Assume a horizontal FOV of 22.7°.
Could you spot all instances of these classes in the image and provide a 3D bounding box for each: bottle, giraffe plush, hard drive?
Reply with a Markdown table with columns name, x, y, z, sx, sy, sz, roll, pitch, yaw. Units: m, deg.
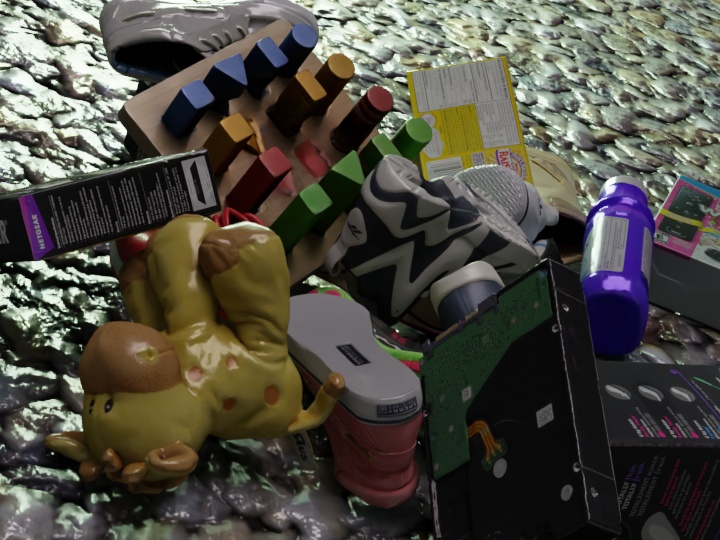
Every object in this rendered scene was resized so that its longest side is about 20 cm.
| name | x | y | z | sx | sy | sz | roll | pitch | yaw |
| --- | --- | --- | --- | --- | --- | --- | --- | --- | --- |
| bottle | 0.232 | -0.012 | 1.623 | 0.065 | 0.084 | 0.201 | 7 | 39 | 8 |
| giraffe plush | -0.129 | 0.077 | 1.216 | 0.162 | 0.172 | 0.201 | -26 | 83 | -42 |
| hard drive | 0.102 | 0.110 | 1.194 | 0.038 | 0.139 | 0.201 | 23 | 46 | -35 |

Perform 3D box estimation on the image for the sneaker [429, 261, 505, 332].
| name | x | y | z | sx | sy | sz | roll | pitch | yaw |
| --- | --- | --- | --- | --- | --- | --- | --- | --- | --- |
| sneaker | 0.117 | 0.068 | 1.407 | 0.200 | 0.075 | 0.085 | 33 | 30 | -56 |

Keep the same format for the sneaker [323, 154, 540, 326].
| name | x | y | z | sx | sy | sz | roll | pitch | yaw |
| --- | --- | --- | --- | --- | --- | --- | --- | --- | --- |
| sneaker | 0.049 | -0.007 | 1.453 | 0.199 | 0.130 | 0.080 | 16 | 31 | -51 |

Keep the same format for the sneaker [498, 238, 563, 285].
| name | x | y | z | sx | sy | sz | roll | pitch | yaw |
| --- | --- | --- | --- | --- | --- | --- | --- | --- | --- |
| sneaker | 0.143 | 0.021 | 1.569 | 0.072 | 0.072 | 0.200 | -17 | 7 | 19 |

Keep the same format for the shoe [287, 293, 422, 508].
| name | x | y | z | sx | sy | sz | roll | pitch | yaw |
| --- | --- | --- | --- | --- | --- | --- | --- | --- | --- |
| shoe | -0.011 | 0.092 | 1.301 | 0.071 | 0.092 | 0.200 | -9 | 25 | -20 |

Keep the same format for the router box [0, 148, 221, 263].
| name | x | y | z | sx | sy | sz | roll | pitch | yaw |
| --- | --- | --- | --- | --- | --- | --- | --- | --- | --- |
| router box | -0.212 | -0.045 | 1.336 | 0.148 | 0.051 | 0.200 | -16 | 6 | -28 |

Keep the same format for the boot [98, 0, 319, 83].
| name | x | y | z | sx | sy | sz | roll | pitch | yaw |
| --- | --- | --- | --- | --- | --- | --- | --- | --- | --- |
| boot | -0.130 | -0.195 | 1.580 | 0.198 | 0.074 | 0.096 | 0 | 35 | -11 |

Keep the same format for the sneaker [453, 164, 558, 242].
| name | x | y | z | sx | sy | sz | roll | pitch | yaw |
| --- | --- | --- | --- | --- | --- | --- | --- | --- | --- |
| sneaker | 0.078 | -0.044 | 1.602 | 0.199 | 0.076 | 0.115 | -8 | -13 | 32 |

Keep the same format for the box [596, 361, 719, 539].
| name | x | y | z | sx | sy | sz | roll | pitch | yaw |
| --- | --- | --- | --- | --- | --- | --- | --- | --- | --- |
| box | 0.207 | 0.143 | 1.277 | 0.199 | 0.123 | 0.106 | 4 | 29 | -27 |

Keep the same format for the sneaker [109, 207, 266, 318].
| name | x | y | z | sx | sy | sz | roll | pitch | yaw |
| --- | --- | --- | --- | --- | --- | --- | --- | --- | --- |
| sneaker | -0.121 | -0.014 | 1.402 | 0.078 | 0.116 | 0.200 | -9 | 36 | -43 |

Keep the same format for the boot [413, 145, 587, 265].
| name | x | y | z | sx | sy | sz | roll | pitch | yaw |
| --- | --- | --- | --- | --- | --- | --- | --- | --- | --- |
| boot | 0.128 | -0.071 | 1.733 | 0.198 | 0.073 | 0.156 | 13 | 27 | -16 |

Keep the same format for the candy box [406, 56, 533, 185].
| name | x | y | z | sx | sy | sz | roll | pitch | yaw |
| --- | --- | --- | --- | --- | --- | --- | --- | --- | --- |
| candy box | 0.105 | -0.123 | 1.714 | 0.101 | 0.027 | 0.201 | -6 | 49 | 0 |

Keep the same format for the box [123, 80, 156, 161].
| name | x | y | z | sx | sy | sz | roll | pitch | yaw |
| --- | --- | --- | --- | --- | --- | --- | --- | --- | --- |
| box | -0.116 | -0.110 | 1.608 | 0.121 | 0.107 | 0.200 | 0 | 30 | -32 |

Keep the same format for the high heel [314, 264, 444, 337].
| name | x | y | z | sx | sy | sz | roll | pitch | yaw |
| --- | --- | --- | --- | --- | --- | --- | --- | --- | --- |
| high heel | 0.000 | 0.000 | 1.507 | 0.199 | 0.068 | 0.096 | 30 | 14 | -9 |

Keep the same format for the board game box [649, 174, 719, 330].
| name | x | y | z | sx | sy | sz | roll | pitch | yaw |
| --- | --- | --- | --- | --- | --- | --- | --- | --- | --- |
| board game box | 0.353 | -0.013 | 1.768 | 0.147 | 0.065 | 0.200 | 23 | 25 | 11 |

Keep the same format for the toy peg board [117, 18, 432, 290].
| name | x | y | z | sx | sy | sz | roll | pitch | yaw |
| --- | --- | --- | --- | --- | --- | --- | --- | --- | --- |
| toy peg board | -0.053 | -0.114 | 1.461 | 0.200 | 0.098 | 0.200 | -34 | 83 | -40 |

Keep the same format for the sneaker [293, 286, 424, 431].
| name | x | y | z | sx | sy | sz | roll | pitch | yaw |
| --- | --- | --- | --- | --- | --- | --- | --- | --- | --- |
| sneaker | 0.020 | 0.079 | 1.384 | 0.200 | 0.077 | 0.084 | 33 | 0 | 36 |
